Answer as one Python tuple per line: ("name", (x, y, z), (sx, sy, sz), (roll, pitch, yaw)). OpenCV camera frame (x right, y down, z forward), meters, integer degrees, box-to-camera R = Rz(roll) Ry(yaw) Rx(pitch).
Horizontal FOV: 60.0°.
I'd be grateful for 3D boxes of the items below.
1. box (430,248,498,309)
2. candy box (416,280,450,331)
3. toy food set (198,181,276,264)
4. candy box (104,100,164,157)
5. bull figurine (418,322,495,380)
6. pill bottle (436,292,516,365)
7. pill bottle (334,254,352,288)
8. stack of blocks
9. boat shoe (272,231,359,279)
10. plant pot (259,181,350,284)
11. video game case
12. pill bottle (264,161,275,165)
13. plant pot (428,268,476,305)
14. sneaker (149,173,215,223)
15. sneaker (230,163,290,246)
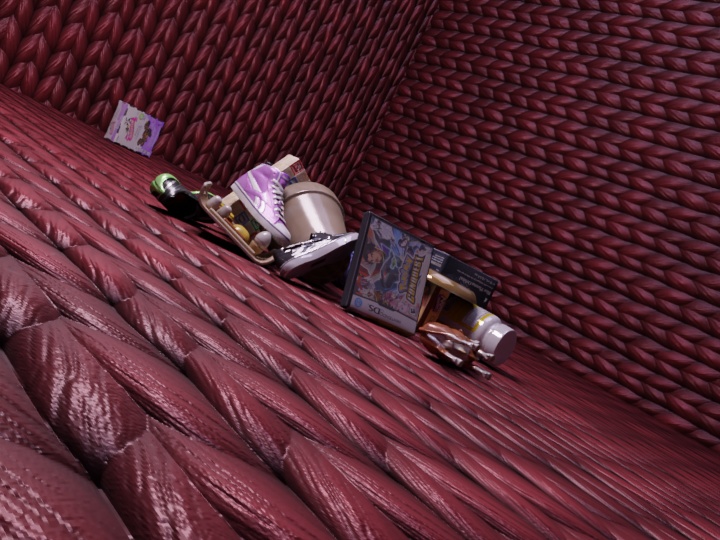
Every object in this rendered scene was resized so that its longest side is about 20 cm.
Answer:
("box", (0.262, 0.070, 1.815), (0.195, 0.202, 0.117), (25, 3, -24))
("candy box", (0.120, 0.064, 1.537), (0.056, 0.118, 0.200), (25, 4, -34))
("toy food set", (-0.242, -0.098, 1.256), (0.200, 0.060, 0.144), (48, -1, -13))
("candy box", (-0.952, -0.593, 2.630), (0.071, 0.169, 0.200), (26, 3, 29))
("bull figurine", (0.188, 0.150, 1.187), (0.121, 0.066, 0.199), (26, 2, 43))
("pill bottle", (0.275, 0.145, 1.535), (0.199, 0.115, 0.114), (30, 5, 39))
("pill bottle", (0.000, 0.000, 1.538), (0.199, 0.121, 0.119), (30, 4, 33))
("stack of blocks", (-0.207, -0.161, 1.437), (0.058, 0.199, 0.116), (31, -26, 52))
("boat shoe", (-0.085, -0.045, 1.234), (0.067, 0.199, 0.070), (55, -31, 17))
("plant pot", (-0.105, -0.067, 1.368), (0.199, 0.201, 0.174), (24, 20, -38))
("video game case", (0.059, 0.009, 1.261), (0.180, 0.202, 0.025), (25, -19, -30))
("pill bottle", (-0.265, -0.201, 1.799), (0.111, 0.202, 0.112), (27, 4, -2))
("plant pot", (0.198, 0.025, 1.516), (0.199, 0.028, 0.200), (27, 4, -2))
("sneaker", (-0.358, -0.132, 1.314), (0.084, 0.077, 0.199), (54, 17, 28))
("sneaker", (-0.181, -0.148, 1.304), (0.201, 0.114, 0.073), (51, -3, 25))
